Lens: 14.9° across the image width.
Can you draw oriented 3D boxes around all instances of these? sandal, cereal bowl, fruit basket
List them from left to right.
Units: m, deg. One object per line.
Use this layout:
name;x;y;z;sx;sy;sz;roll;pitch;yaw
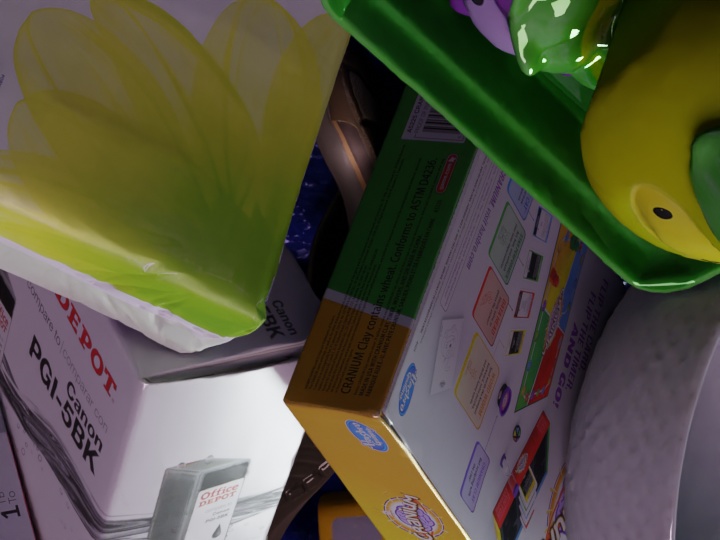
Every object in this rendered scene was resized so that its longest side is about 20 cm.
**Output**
sandal;0.000;0.000;1.083;0.054;0.080;0.200;-14;131;6
fruit basket;0.101;-0.061;0.911;0.155;0.216;0.216;-27;130;32
cereal bowl;0.140;0.071;1.083;0.083;0.200;0.200;10;147;36

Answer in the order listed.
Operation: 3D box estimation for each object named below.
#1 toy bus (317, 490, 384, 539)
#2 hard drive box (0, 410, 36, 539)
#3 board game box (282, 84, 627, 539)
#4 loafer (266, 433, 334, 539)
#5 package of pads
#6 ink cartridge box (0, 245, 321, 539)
toy bus;0.046;0.133;1.225;0.199;0.079;0.065;-6;174;13
hard drive box;-0.207;0.104;1.125;0.077;0.156;0.200;-9;163;-28
board game box;0.049;0.040;1.054;0.040;0.153;0.200;5;148;29
loafer;-0.059;0.080;1.183;0.076;0.068;0.200;11;121;-34
package of pads;-0.107;-0.080;0.944;0.200;0.155;0.068;26;155;-19
ink cartridge box;-0.096;0.051;1.075;0.083;0.147;0.200;-10;140;-29
